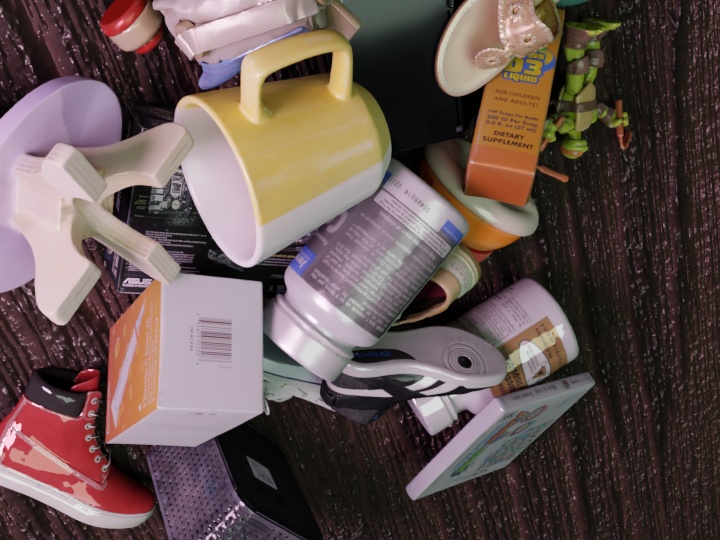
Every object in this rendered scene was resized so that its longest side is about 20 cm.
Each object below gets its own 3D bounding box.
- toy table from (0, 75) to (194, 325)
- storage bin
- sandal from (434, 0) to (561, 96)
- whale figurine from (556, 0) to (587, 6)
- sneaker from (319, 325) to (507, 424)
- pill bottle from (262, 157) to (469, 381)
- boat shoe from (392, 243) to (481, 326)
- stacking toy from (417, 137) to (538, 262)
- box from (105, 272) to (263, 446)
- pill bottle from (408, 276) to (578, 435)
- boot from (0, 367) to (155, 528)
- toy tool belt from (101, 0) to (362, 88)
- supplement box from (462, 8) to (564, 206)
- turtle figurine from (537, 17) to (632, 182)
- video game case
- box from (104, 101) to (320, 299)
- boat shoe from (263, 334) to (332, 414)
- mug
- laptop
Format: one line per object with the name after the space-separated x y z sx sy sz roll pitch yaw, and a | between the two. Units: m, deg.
-0.227 -0.058 0.775 0.200 0.117 0.184 -65 154 -8 | toy table
-0.136 0.245 1.031 0.094 0.200 0.135 -47 124 5 | storage bin
0.156 -0.235 0.860 0.212 0.070 0.078 -45 123 5 | sandal
0.228 -0.350 0.932 0.159 0.104 0.200 35 101 -33 | whale figurine
0.052 0.120 1.055 0.200 0.073 0.112 6 136 -18 | sneaker
0.000 0.000 0.913 0.114 0.114 0.200 39 91 -34 | pill bottle
0.031 0.023 1.006 0.074 0.200 0.066 56 44 -11 | boat shoe
0.081 -0.032 1.041 0.146 0.146 0.200 22 121 -31 | stacking toy
-0.172 0.092 0.920 0.097 0.200 0.125 6 69 -26 | box
0.144 0.104 1.132 0.200 0.114 0.114 -31 124 -5 | pill bottle
-0.279 0.184 1.019 0.200 0.072 0.144 32 99 -29 | boot
-0.109 -0.206 0.816 0.200 0.125 0.123 -18 135 29 | toy tool belt
0.152 -0.167 0.945 0.066 0.200 0.069 11 154 6 | supplement box
0.244 -0.191 1.051 0.200 0.064 0.162 -17 121 -41 | turtle figurine
0.171 0.202 1.172 0.182 0.024 0.200 -7 144 -42 | video game case
-0.135 -0.063 0.938 0.200 0.086 0.164 3 114 -25 | box
-0.092 0.121 1.070 0.202 0.075 0.086 20 109 -41 | boat shoe
-0.051 -0.101 0.809 0.153 0.187 0.150 -23 93 -24 | mug
0.053 -0.223 0.931 0.103 0.200 0.178 5 123 21 | laptop
